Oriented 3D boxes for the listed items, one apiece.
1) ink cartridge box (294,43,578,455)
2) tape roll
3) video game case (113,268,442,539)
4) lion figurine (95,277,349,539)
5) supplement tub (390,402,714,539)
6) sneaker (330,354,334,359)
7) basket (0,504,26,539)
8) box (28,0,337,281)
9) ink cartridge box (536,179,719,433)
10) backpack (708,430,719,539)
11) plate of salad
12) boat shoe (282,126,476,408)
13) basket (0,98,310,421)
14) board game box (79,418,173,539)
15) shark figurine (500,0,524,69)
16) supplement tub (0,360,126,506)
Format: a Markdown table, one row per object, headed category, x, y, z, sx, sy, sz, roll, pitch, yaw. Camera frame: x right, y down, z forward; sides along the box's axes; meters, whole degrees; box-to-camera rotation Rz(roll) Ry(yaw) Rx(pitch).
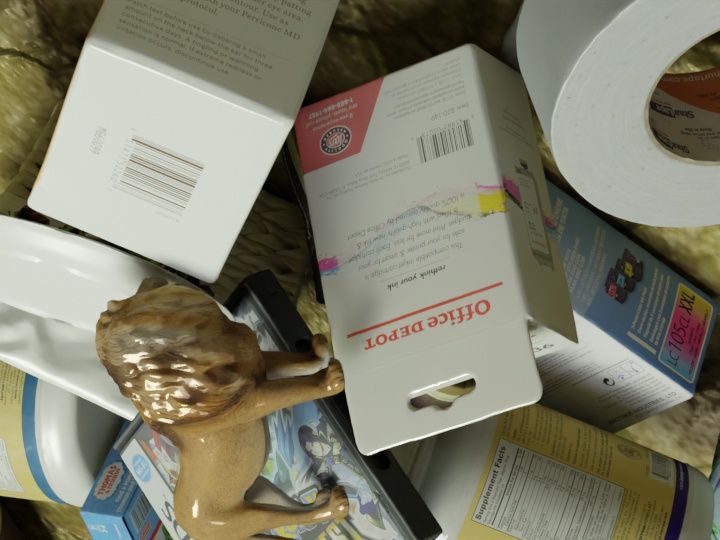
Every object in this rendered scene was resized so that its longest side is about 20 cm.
| category | x | y | z | sx | sy | sz | roll | pitch | yaw |
| --- | --- | --- | --- | --- | --- | --- | --- | --- | --- |
| ink cartridge box | 0.043 | -0.005 | 1.332 | 0.116 | 0.201 | 0.067 | -19 | 158 | 25 |
| tape roll | 0.181 | -0.111 | 1.229 | 0.200 | 0.066 | 0.201 | -10 | 142 | -8 |
| video game case | -0.054 | 0.125 | 1.452 | 0.181 | 0.025 | 0.200 | 56 | 139 | 14 |
| lion figurine | -0.072 | 0.093 | 1.322 | 0.122 | 0.073 | 0.200 | -10 | 119 | -10 |
| supplement tub | 0.094 | 0.152 | 1.487 | 0.200 | 0.146 | 0.146 | 22 | 144 | -4 |
| sneaker | 0.003 | 0.077 | 1.615 | 0.077 | 0.076 | 0.200 | 5 | 140 | 12 |
| basket | -0.307 | 0.268 | 1.963 | 0.180 | 0.136 | 0.200 | -8 | 139 | 25 |
| box | -0.076 | -0.126 | 1.274 | 0.106 | 0.200 | 0.152 | 22 | 144 | -6 |
| ink cartridge box | 0.094 | 0.017 | 1.496 | 0.200 | 0.076 | 0.136 | 33 | 143 | -21 |
| backpack | 0.307 | 0.136 | 1.502 | 0.200 | 0.151 | 0.178 | 21 | 146 | 6 |
| plate of salad | -0.162 | -0.007 | 1.381 | 0.200 | 0.048 | 0.200 | 16 | 165 | 4 |
| boat shoe | 0.001 | 0.000 | 1.435 | 0.072 | 0.201 | 0.066 | -6 | 147 | -44 |
| basket | -0.138 | 0.001 | 1.544 | 0.200 | 0.124 | 0.136 | 25 | 143 | -8 |
| board game box | -0.119 | 0.170 | 1.696 | 0.037 | 0.151 | 0.200 | 5 | 138 | 23 |
| shark figurine | 0.091 | -0.167 | 1.257 | 0.128 | 0.090 | 0.215 | -4 | 140 | 26 |
| supplement tub | -0.249 | 0.077 | 1.671 | 0.199 | 0.145 | 0.145 | 5 | 141 | 23 |
